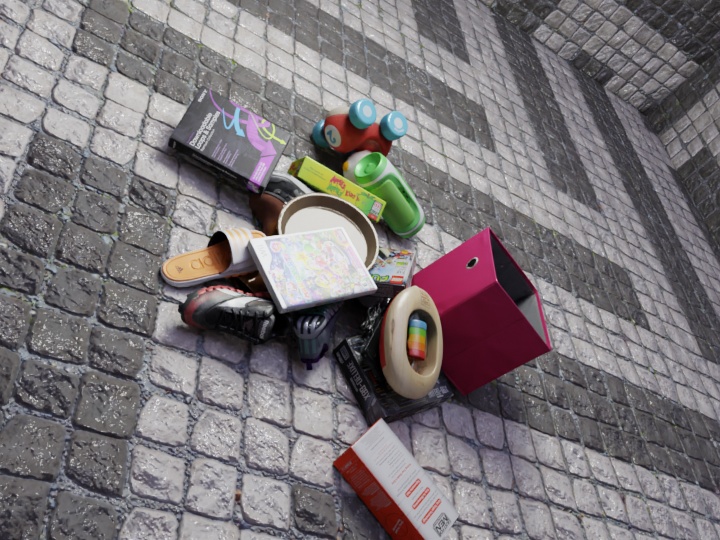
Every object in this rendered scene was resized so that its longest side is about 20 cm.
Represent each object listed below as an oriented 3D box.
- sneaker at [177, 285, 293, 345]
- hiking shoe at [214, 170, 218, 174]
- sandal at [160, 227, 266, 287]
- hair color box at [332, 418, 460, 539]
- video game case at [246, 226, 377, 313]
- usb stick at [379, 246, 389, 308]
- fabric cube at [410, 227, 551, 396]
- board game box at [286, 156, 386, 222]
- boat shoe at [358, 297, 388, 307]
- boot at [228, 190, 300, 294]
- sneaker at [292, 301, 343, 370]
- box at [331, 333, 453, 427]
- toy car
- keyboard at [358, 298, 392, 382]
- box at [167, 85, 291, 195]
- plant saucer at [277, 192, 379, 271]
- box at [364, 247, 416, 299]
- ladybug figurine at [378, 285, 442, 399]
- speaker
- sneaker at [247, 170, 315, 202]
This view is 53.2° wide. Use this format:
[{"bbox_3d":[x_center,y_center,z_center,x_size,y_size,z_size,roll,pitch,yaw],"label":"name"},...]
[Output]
[{"bbox_3d":[-0.191,0.074,1.155,0.198,0.072,0.098,7,19,-40],"label":"sneaker"},{"bbox_3d":[-0.228,-0.234,1.450,0.198,0.076,0.102,-16,71,-39],"label":"hiking shoe"},{"bbox_3d":[-0.234,-0.028,1.207,0.205,0.060,0.080,-22,65,-36],"label":"sandal"},{"bbox_3d":[0.058,0.350,1.152,0.201,0.061,0.101,50,37,9],"label":"hair color box"},{"bbox_3d":[-0.081,-0.006,1.235,0.197,0.018,0.145,-10,60,-37],"label":"video game case"},{"bbox_3d":[0.049,0.031,1.480,0.055,0.033,0.202,2,53,-34],"label":"usb stick"},{"bbox_3d":[0.227,0.078,1.405,0.200,0.198,0.197,48,26,-23],"label":"fabric cube"},{"bbox_3d":[-0.054,-0.165,1.511,0.198,0.101,0.048,28,81,-21],"label":"board game box"},{"bbox_3d":[0.003,-0.009,1.452,0.066,0.070,0.202,26,30,-58],"label":"boat shoe"},{"bbox_3d":[-0.194,-0.048,1.321,0.189,0.069,0.199,49,49,8],"label":"boot"},{"bbox_3d":[-0.077,0.103,1.280,0.073,0.089,0.200,2,16,13],"label":"sneaker"},{"bbox_3d":[0.063,0.189,1.322,0.198,0.050,0.159,-6,59,-46],"label":"box"},{"bbox_3d":[-0.007,-0.252,1.629,0.175,0.183,0.204,12,74,-35],"label":"toy car"},{"bbox_3d":[0.038,0.111,1.319,0.105,0.039,0.201,59,32,-17],"label":"keyboard"},{"bbox_3d":[-0.247,-0.250,1.373,0.198,0.036,0.145,26,59,-8],"label":"box"},{"bbox_3d":[-0.061,-0.059,1.328,0.197,0.030,0.203,13,51,-16],"label":"plant saucer"},{"bbox_3d":[0.000,0.000,1.360,0.196,0.035,0.111,5,38,14],"label":"box"},{"bbox_3d":[0.083,0.125,1.258,0.135,0.071,0.203,28,59,-36],"label":"ladybug figurine"},{"bbox_3d":[0.066,-0.164,1.586,0.200,0.087,0.089,50,27,-37],"label":"speaker"},{"bbox_3d":[-0.134,-0.127,1.428,0.198,0.076,0.089,22,47,-28],"label":"sneaker"}]
